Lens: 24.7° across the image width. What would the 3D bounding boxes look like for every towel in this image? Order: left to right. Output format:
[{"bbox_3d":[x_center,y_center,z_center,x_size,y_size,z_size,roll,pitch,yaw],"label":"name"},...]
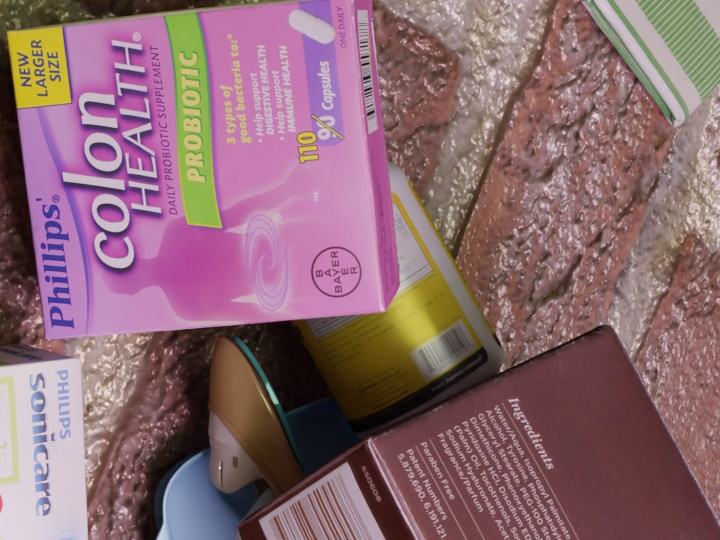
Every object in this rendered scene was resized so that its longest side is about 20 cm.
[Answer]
[{"bbox_3d":[0.263,-0.232,1.294,0.153,0.023,0.200,47,66,-28],"label":"towel"}]

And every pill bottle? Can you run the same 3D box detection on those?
[{"bbox_3d":[0.000,0.000,1.055,0.112,0.112,0.201,-31,93,-29],"label":"pill bottle"}]

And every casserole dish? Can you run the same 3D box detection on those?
[{"bbox_3d":[-0.056,0.154,1.083,0.199,0.039,0.122,-22,105,-33],"label":"casserole dish"}]

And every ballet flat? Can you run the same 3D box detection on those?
[{"bbox_3d":[-0.057,0.137,1.021,0.063,0.069,0.201,-32,109,-15],"label":"ballet flat"}]

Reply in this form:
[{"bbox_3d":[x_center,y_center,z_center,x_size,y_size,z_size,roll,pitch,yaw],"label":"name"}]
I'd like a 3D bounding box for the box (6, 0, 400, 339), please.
[{"bbox_3d":[-0.086,-0.062,0.950,0.198,0.097,0.177,-4,98,8],"label":"box"}]

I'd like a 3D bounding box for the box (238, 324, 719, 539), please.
[{"bbox_3d":[0.072,0.160,0.947,0.199,0.166,0.165,-21,78,-37],"label":"box"}]

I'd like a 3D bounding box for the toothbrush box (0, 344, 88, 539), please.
[{"bbox_3d":[-0.258,0.125,0.911,0.199,0.086,0.147,-4,96,-36],"label":"toothbrush box"}]
